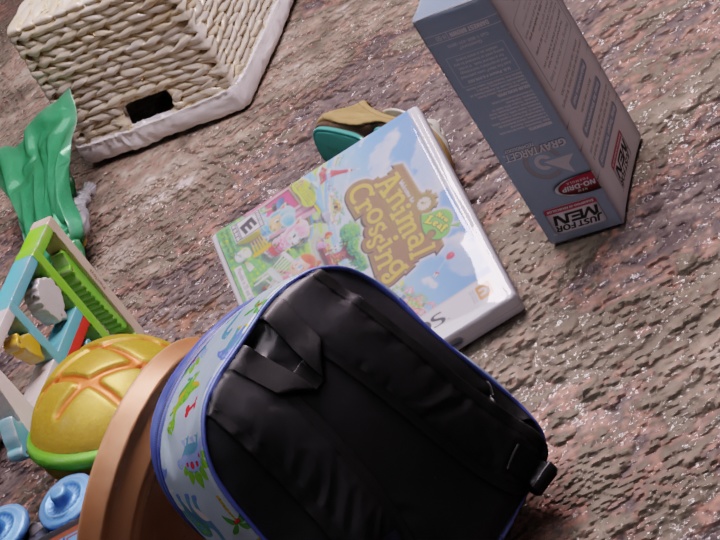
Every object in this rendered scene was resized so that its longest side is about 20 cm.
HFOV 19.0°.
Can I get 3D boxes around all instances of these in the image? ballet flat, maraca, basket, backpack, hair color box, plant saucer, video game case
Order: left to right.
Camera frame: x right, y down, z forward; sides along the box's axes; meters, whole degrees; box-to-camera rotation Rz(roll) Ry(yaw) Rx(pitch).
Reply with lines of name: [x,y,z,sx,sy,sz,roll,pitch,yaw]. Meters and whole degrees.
maraca: [-0.164,0.094,1.531,0.136,0.108,0.200,-8,18,13]
basket: [-0.192,-0.236,1.978,0.197,0.161,0.201,-17,36,30]
plant saucer: [-0.111,0.142,1.322,0.032,0.201,0.201,13,50,21]
backpack: [-0.020,0.109,1.251,0.183,0.200,0.147,-53,17,-25]
video game case: [0.000,0.000,1.505,0.181,0.022,0.201,-32,49,8]
ballet flat: [0.031,-0.098,1.637,0.063,0.069,0.200,-29,27,-19]
hair color box: [0.115,-0.127,1.445,0.060,0.200,0.099,-17,34,29]

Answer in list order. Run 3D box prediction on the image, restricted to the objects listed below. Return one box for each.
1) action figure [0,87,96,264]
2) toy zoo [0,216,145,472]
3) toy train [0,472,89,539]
action figure: [-0.269,-0.057,1.889,0.118,0.054,0.201,-48,38,24]
toy zoo: [-0.228,0.070,1.602,0.020,0.131,0.201,-20,34,27]
toy train: [-0.224,0.217,1.437,0.199,0.087,0.115,-28,36,15]
